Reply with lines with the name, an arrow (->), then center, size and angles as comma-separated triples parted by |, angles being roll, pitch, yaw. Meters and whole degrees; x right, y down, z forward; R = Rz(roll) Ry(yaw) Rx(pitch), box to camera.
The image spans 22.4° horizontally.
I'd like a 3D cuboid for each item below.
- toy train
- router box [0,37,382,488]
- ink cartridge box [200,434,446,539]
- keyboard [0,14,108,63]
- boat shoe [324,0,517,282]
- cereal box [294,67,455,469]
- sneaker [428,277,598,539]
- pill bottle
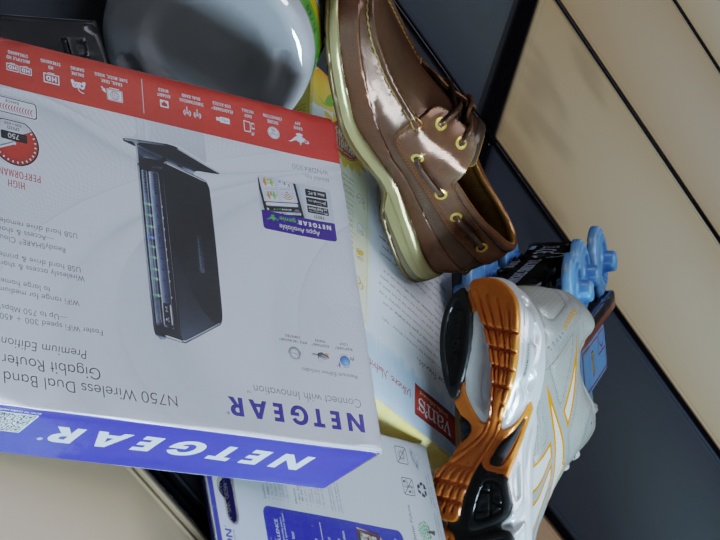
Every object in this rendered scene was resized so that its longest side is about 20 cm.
toy train -> 0.110, 0.038, 1.123 | 0.200, 0.087, 0.114 | -32, 119, -72
router box -> -0.093, -0.001, 0.823 | 0.200, 0.049, 0.180 | 11, 58, -35
ink cartridge box -> -0.026, 0.123, 0.906 | 0.200, 0.039, 0.100 | 23, 50, -52
keyboard -> -0.118, -0.030, 0.882 | 0.127, 0.021, 0.200 | -3, 72, -46
boat shoe -> 0.034, -0.079, 0.984 | 0.072, 0.067, 0.200 | -76, 151, -45
cereal box -> 0.000, 0.000, 1.034 | 0.144, 0.039, 0.200 | 41, 38, -40
sneaker -> 0.092, 0.104, 0.994 | 0.092, 0.076, 0.200 | -1, 102, -40
pill bottle -> -0.059, -0.170, 0.995 | 0.111, 0.111, 0.200 | 51, 33, -24
